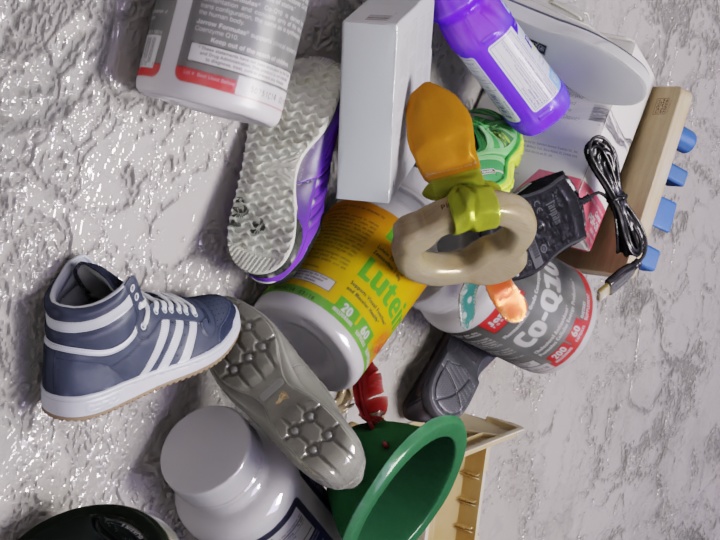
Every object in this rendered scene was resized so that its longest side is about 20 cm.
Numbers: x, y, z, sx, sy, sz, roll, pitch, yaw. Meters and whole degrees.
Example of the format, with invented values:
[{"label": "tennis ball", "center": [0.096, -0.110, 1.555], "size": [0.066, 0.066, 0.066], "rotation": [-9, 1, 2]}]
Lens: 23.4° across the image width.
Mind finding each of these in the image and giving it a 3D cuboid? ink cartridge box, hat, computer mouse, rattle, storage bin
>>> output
[{"label": "ink cartridge box", "center": [0.193, -0.137, 1.750], "size": [0.083, 0.146, 0.201], "rotation": [43, 66, -55]}, {"label": "hat", "center": [-0.020, 0.151, 1.511], "size": [0.200, 0.176, 0.166], "rotation": [1, 119, -62]}, {"label": "computer mouse", "center": [0.186, -0.025, 1.634], "size": [0.200, 0.046, 0.141], "rotation": [-35, 107, -34]}, {"label": "rattle", "center": [0.086, -0.047, 1.517], "size": [0.130, 0.143, 0.200], "rotation": [-39, 151, 9]}, {"label": "storage bin", "center": [0.078, 0.261, 1.780], "size": [0.198, 0.093, 0.201], "rotation": [-12, 111, -55]}]

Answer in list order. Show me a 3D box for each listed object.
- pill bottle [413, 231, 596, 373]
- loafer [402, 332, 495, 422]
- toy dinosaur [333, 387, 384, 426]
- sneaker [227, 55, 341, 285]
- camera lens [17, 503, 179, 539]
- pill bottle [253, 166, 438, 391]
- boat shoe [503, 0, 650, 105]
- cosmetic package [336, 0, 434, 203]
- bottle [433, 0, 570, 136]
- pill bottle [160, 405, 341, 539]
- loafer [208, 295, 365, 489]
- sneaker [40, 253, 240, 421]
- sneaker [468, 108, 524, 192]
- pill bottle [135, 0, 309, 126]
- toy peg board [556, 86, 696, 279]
[{"label": "pill bottle", "center": [0.128, 0.019, 1.694], "size": [0.200, 0.114, 0.114], "rotation": [25, 81, -40]}, {"label": "loafer", "center": [0.103, 0.081, 1.797], "size": [0.072, 0.063, 0.200], "rotation": [51, 50, -17]}, {"label": "toy dinosaur", "center": [-0.032, 0.151, 1.622], "size": [0.101, 0.058, 0.200], "rotation": [-41, 128, -21]}, {"label": "sneaker", "center": [-0.058, -0.080, 1.471], "size": [0.100, 0.069, 0.201], "rotation": [55, 51, -68]}, {"label": "camera lens", "center": [-0.188, 0.290, 1.320], "size": [0.160, 0.159, 0.201], "rotation": [-49, 139, -35]}, {"label": "pill bottle", "center": [0.000, 0.000, 1.541], "size": [0.200, 0.111, 0.111], "rotation": [-53, 141, -32]}, {"label": "boat shoe", "center": [0.194, -0.228, 1.686], "size": [0.066, 0.199, 0.072], "rotation": [-58, 166, -34]}, {"label": "cosmetic package", "center": [0.023, -0.157, 1.506], "size": [0.200, 0.051, 0.152], "rotation": [-57, 149, -69]}, {"label": "bottle", "center": [0.118, -0.218, 1.626], "size": [0.065, 0.084, 0.200], "rotation": [-38, 114, 5]}, {"label": "pill bottle", "center": [-0.091, 0.198, 1.479], "size": [0.111, 0.111, 0.200], "rotation": [-61, 145, -22]}, {"label": "loafer", "center": [-0.066, 0.102, 1.420], "size": [0.070, 0.200, 0.070], "rotation": [-36, 151, -5]}, {"label": "sneaker", "center": [-0.166, 0.031, 1.338], "size": [0.200, 0.070, 0.109], "rotation": [-28, 127, -46]}, {"label": "sneaker", "center": [0.107, -0.120, 1.645], "size": [0.084, 0.074, 0.200], "rotation": [54, 17, -17]}, {"label": "pill bottle", "center": [-0.092, -0.218, 1.311], "size": [0.114, 0.114, 0.201], "rotation": [14, 91, -58]}, {"label": "toy peg board", "center": [0.273, -0.082, 1.828], "size": [0.098, 0.199, 0.201], "rotation": [23, 82, -32]}]
